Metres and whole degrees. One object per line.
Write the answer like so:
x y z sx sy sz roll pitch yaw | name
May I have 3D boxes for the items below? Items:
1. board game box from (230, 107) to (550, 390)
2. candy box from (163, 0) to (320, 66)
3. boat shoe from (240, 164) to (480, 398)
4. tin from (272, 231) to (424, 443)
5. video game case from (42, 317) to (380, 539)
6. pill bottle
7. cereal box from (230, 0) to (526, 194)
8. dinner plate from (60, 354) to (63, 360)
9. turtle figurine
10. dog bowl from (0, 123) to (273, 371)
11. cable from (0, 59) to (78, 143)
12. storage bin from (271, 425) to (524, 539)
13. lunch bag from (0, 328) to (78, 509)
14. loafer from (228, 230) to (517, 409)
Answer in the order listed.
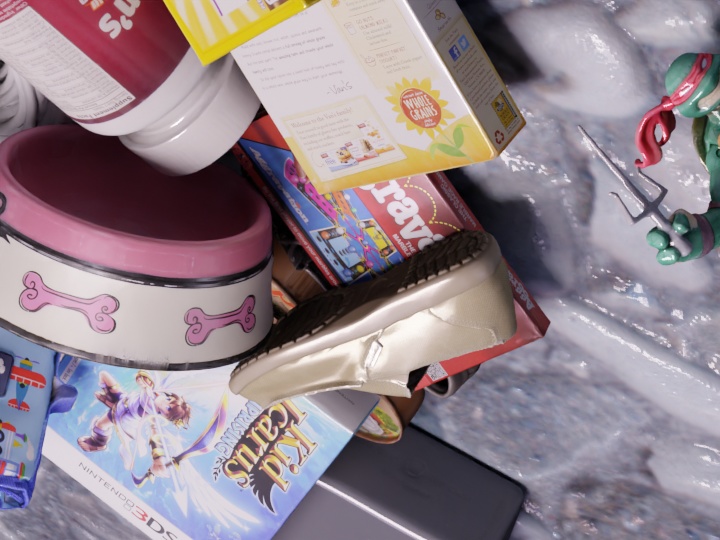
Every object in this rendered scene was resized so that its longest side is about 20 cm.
0.016 -0.023 1.490 0.103 0.019 0.200 -25 111 33 | board game box
-0.101 -0.210 1.322 0.102 0.026 0.200 -22 102 53 | candy box
0.000 0.000 1.551 0.200 0.057 0.067 40 148 -13 | boat shoe
-0.037 0.035 1.635 0.200 0.042 0.112 47 160 -24 | tin
-0.109 0.095 1.644 0.181 0.045 0.200 37 132 1 | video game case
-0.148 -0.145 1.412 0.109 0.110 0.200 -4 145 44 | pill bottle
-0.016 -0.139 1.364 0.144 0.040 0.200 -8 121 46 | cereal box
-0.147 0.079 1.721 0.200 0.024 0.200 18 140 16 | dinner plate
0.215 -0.058 1.255 0.200 0.101 0.150 34 108 -6 | turtle figurine
-0.140 -0.020 1.479 0.200 0.200 0.074 22 113 16 | dog bowl
-0.243 -0.156 1.536 0.200 0.069 0.200 -14 126 48 | cable
0.009 0.182 1.734 0.200 0.146 0.134 28 138 6 | storage bin
-0.279 0.068 1.595 0.200 0.151 0.094 12 145 -10 | lunch bag
0.008 0.044 1.480 0.200 0.076 0.068 -24 106 33 | loafer
